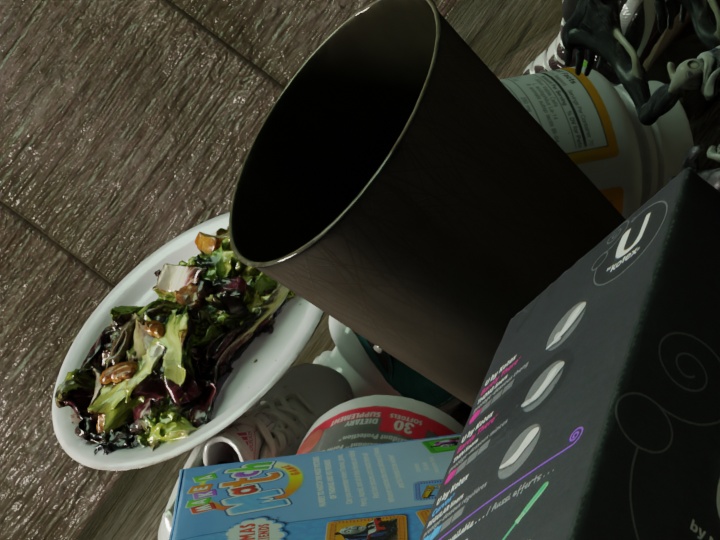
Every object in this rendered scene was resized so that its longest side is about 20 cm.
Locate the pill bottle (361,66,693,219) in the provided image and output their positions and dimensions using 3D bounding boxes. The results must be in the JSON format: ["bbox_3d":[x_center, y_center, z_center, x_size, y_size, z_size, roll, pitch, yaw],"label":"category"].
[{"bbox_3d":[0.084,-0.054,0.820,0.199,0.110,0.109,-11,-1,-13],"label":"pill bottle"}]

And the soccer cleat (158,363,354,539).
[{"bbox_3d":[-0.053,0.105,0.813,0.200,0.070,0.087,-59,-26,-47],"label":"soccer cleat"}]

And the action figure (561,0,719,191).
[{"bbox_3d":[0.176,-0.063,0.656,0.118,0.102,0.200,-27,51,-1],"label":"action figure"}]

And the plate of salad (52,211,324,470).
[{"bbox_3d":[-0.105,0.029,0.839,0.199,0.048,0.201,-23,38,19],"label":"plate of salad"}]

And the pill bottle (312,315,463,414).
[{"bbox_3d":[0.049,0.026,0.963,0.200,0.111,0.111,-52,8,12],"label":"pill bottle"}]

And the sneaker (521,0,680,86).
[{"bbox_3d":[0.171,-0.150,0.912,0.116,0.076,0.200,-44,-9,-21],"label":"sneaker"}]

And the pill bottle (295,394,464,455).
[{"bbox_3d":[0.000,0.158,0.698,0.111,0.111,0.200,-49,9,29],"label":"pill bottle"}]

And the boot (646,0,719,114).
[{"bbox_3d":[0.226,-0.173,0.999,0.201,0.064,0.186,-64,10,-29],"label":"boot"}]

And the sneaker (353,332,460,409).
[{"bbox_3d":[0.000,0.000,0.883,0.071,0.080,0.200,-43,55,18],"label":"sneaker"}]

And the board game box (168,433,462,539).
[{"bbox_3d":[0.022,0.104,0.590,0.151,0.199,0.037,-115,20,-81],"label":"board game box"}]

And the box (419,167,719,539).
[{"bbox_3d":[0.092,0.088,0.423,0.106,0.122,0.200,-46,11,44],"label":"box"}]

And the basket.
[{"bbox_3d":[0.055,-0.011,0.689,0.136,0.200,0.181,-38,27,25],"label":"basket"}]
